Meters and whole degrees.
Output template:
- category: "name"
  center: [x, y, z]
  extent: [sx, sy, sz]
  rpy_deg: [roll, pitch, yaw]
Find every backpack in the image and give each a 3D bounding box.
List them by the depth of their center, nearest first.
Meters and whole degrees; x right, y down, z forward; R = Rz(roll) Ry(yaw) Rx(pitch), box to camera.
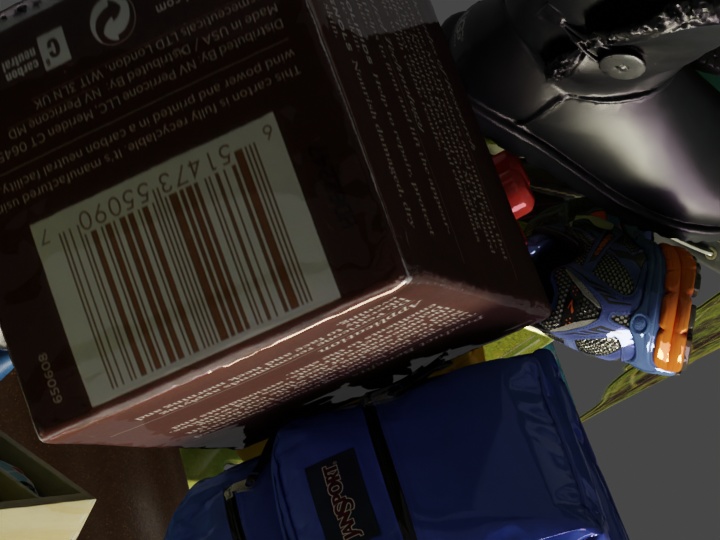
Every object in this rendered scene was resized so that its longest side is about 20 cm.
- category: "backpack"
  center: [0.014, 0.130, 1.081]
  extent: [0.199, 0.163, 0.168]
  rpy_deg: [-21, 140, 3]

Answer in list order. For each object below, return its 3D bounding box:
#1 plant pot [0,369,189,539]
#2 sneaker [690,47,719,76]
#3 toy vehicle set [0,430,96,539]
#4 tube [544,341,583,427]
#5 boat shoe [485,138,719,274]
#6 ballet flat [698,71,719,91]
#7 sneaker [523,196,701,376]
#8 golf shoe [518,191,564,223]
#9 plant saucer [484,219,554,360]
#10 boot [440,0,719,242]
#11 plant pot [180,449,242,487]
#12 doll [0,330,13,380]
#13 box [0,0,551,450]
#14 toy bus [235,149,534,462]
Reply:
- category: "plant pot"
  center: [-0.181, 0.111, 1.361]
  extent: [0.200, 0.199, 0.200]
  rpy_deg: [-19, 169, -4]
- category: "sneaker"
  center: [0.211, -0.124, 1.274]
  extent: [0.199, 0.060, 0.104]
  rpy_deg: [3, -178, -20]
- category: "toy vehicle set"
  center: [-0.231, 0.066, 1.128]
  extent: [0.124, 0.200, 0.027]
  rpy_deg: [2, 117, -64]
- category: "tube"
  center: [0.104, 0.062, 1.612]
  extent: [0.050, 0.201, 0.077]
  rpy_deg: [-29, 167, 38]
- category: "boat shoe"
  center: [0.152, -0.031, 1.348]
  extent: [0.199, 0.068, 0.072]
  rpy_deg: [17, -163, 20]
- category: "ballet flat"
  center: [0.148, -0.092, 1.341]
  extent: [0.200, 0.071, 0.071]
  rpy_deg: [-8, 163, -48]
- category: "sneaker"
  center: [0.108, -0.002, 1.252]
  extent: [0.078, 0.076, 0.200]
  rpy_deg: [10, -174, -12]
- category: "golf shoe"
  center: [0.063, -0.023, 1.445]
  extent: [0.200, 0.088, 0.077]
  rpy_deg: [-25, 169, 26]
- category: "plant saucer"
  center: [0.019, 0.019, 1.414]
  extent: [0.199, 0.048, 0.200]
  rpy_deg: [19, 153, -20]
- category: "boot"
  center: [0.145, -0.092, 1.139]
  extent: [0.200, 0.077, 0.168]
  rpy_deg: [24, 152, -19]
- category: "plant pot"
  center: [-0.097, 0.120, 1.626]
  extent: [0.200, 0.201, 0.184]
  rpy_deg: [-16, 156, -20]
- category: "doll"
  center: [-0.188, 0.007, 1.086]
  extent: [0.199, 0.137, 0.048]
  rpy_deg: [-2, -161, -29]
- category: "box"
  center: [-0.047, -0.031, 1.020]
  extent: [0.166, 0.165, 0.200]
  rpy_deg: [-24, 168, 16]
- category: "toy bus"
  center: [0.000, 0.000, 1.230]
  extent: [0.192, 0.136, 0.200]
  rpy_deg: [-31, -161, 7]
